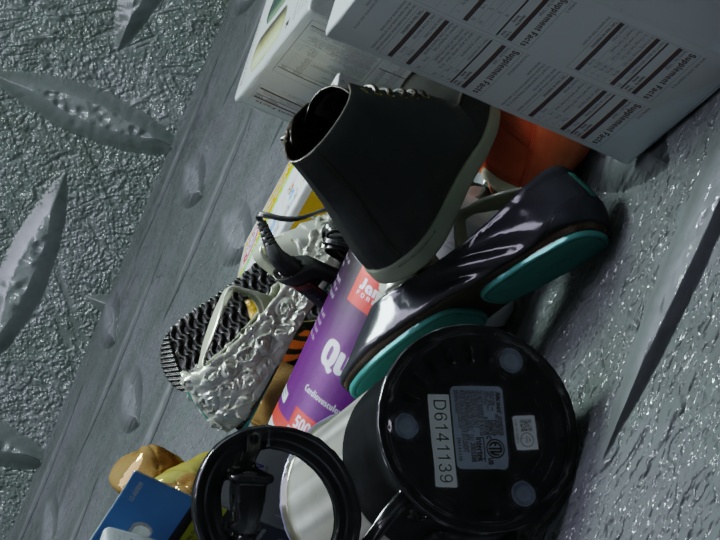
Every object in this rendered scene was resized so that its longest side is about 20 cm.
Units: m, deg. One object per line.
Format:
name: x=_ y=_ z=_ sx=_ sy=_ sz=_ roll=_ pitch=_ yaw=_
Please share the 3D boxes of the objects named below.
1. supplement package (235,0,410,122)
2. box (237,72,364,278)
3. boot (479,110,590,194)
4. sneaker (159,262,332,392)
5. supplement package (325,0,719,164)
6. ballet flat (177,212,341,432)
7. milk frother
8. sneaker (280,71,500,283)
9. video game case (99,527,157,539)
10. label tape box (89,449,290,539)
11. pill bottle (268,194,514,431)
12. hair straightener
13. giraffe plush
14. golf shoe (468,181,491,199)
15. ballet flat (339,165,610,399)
supplement package: x=0.016 y=-0.202 z=1.975 sx=0.200 sy=0.150 sz=0.152 roll=138 pitch=151 yaw=-65
box: x=-0.013 y=-0.032 z=1.933 sx=0.101 sy=0.112 sz=0.200 roll=-81 pitch=16 yaw=-48
boot: x=0.092 y=-0.107 z=1.640 sx=0.200 sy=0.075 sz=0.107 roll=-129 pitch=54 yaw=-61
sneaker: x=-0.052 y=0.031 z=1.892 sx=0.200 sy=0.070 sz=0.090 roll=-31 pitch=-20 yaw=13
supplement package: x=0.112 y=-0.186 z=1.431 sx=0.151 sy=0.200 sz=0.152 roll=136 pitch=153 yaw=-62
ballet flat: x=-0.058 y=0.019 z=1.752 sx=0.200 sy=0.072 sz=0.072 roll=-57 pitch=8 yaw=-19
milk frother: x=-0.009 y=0.127 z=1.422 sx=0.188 sy=0.200 sz=0.181 roll=136 pitch=150 yaw=-63
sneaker: x=0.021 y=-0.094 z=1.528 sx=0.075 sy=0.106 sz=0.200 roll=-24 pitch=29 yaw=29
video game case: x=-0.057 y=0.219 z=1.459 sx=0.182 sy=0.200 sz=0.022 roll=-106 pitch=35 yaw=-71
label tape box: x=-0.068 y=0.175 z=1.586 sx=0.143 sy=0.200 sz=0.066 roll=124 pitch=164 yaw=-45
pill bottle: x=0.025 y=0.047 z=1.615 sx=0.112 sy=0.112 sz=0.200 roll=-106 pitch=39 yaw=-71
hair straightener: x=0.000 y=0.000 z=1.674 sx=0.077 sy=0.200 sz=0.041 roll=-51 pitch=44 yaw=1
giraffe plush: x=-0.056 y=0.136 z=1.812 sx=0.162 sy=0.172 sz=0.200 roll=-57 pitch=-24 yaw=1
golf shoe: x=0.045 y=-0.036 z=1.747 sx=0.200 sy=0.088 sz=0.077 roll=151 pitch=138 yaw=-74
ballet flat: x=0.061 y=0.002 z=1.512 sx=0.200 sy=0.073 sz=0.073 roll=-35 pitch=26 yaw=25
